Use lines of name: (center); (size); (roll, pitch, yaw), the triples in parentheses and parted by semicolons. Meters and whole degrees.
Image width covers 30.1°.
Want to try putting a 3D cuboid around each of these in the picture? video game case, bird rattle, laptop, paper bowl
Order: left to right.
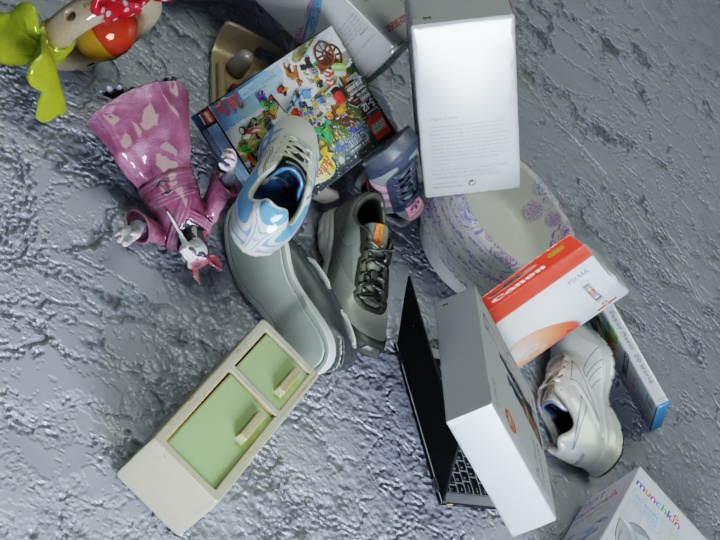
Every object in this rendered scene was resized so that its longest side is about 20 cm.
bird rattle: (-0.253, -0.243, 1.268); (0.113, 0.200, 0.163); (51, 12, 5)
laptop: (0.110, 0.129, 1.348); (0.199, 0.116, 0.188); (13, 49, -38)
paper bowl: (0.149, -0.043, 1.555); (0.200, 0.104, 0.202); (27, 41, -26)
video game case: (0.309, 0.088, 1.600); (0.201, 0.018, 0.143); (63, 0, 19)

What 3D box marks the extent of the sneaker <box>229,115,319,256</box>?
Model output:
sneaker: (-0.070, -0.090, 1.282); (0.072, 0.072, 0.201); (37, 37, -16)

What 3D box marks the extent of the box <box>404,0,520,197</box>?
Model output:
box: (0.108, -0.205, 1.435); (0.105, 0.201, 0.153); (-5, 34, 1)

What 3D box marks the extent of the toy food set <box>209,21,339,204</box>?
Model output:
toy food set: (-0.090, -0.175, 1.469); (0.143, 0.060, 0.201); (23, 43, -30)

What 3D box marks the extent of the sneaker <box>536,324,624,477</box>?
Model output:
sneaker: (0.242, 0.134, 1.519); (0.087, 0.075, 0.201); (19, 44, -26)

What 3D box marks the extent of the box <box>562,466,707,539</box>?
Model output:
box: (0.296, 0.338, 1.366); (0.200, 0.097, 0.176); (48, 38, 1)

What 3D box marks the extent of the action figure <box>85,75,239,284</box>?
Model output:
action figure: (-0.191, -0.079, 1.274); (0.133, 0.149, 0.201); (-21, 90, -18)

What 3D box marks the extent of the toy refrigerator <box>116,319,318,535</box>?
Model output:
toy refrigerator: (-0.117, 0.129, 1.155); (0.076, 0.070, 0.200); (45, 36, -3)

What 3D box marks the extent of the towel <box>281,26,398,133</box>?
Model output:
towel: (-0.024, -0.227, 1.547); (0.146, 0.024, 0.201); (21, 37, -36)

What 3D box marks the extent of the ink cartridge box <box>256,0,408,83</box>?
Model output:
ink cartridge box: (-0.035, -0.310, 1.529); (0.200, 0.086, 0.148); (47, 26, -2)

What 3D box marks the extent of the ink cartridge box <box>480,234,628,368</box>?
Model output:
ink cartridge box: (0.194, 0.038, 1.426); (0.050, 0.162, 0.200); (58, 14, 17)

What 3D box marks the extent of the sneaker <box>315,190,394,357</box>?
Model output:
sneaker: (0.000, 0.000, 1.386); (0.074, 0.079, 0.201); (23, 44, -33)

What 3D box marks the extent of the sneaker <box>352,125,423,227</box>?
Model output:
sneaker: (0.045, -0.098, 1.449); (0.082, 0.070, 0.200); (52, -7, 3)

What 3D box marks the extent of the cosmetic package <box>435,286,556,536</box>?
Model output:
cosmetic package: (0.128, 0.131, 1.288); (0.151, 0.051, 0.200); (57, 16, -27)

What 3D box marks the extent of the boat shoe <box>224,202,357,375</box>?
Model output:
boat shoe: (-0.069, 0.016, 1.310); (0.060, 0.075, 0.201); (4, 56, -55)

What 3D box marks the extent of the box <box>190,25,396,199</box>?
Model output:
box: (-0.065, -0.151, 1.394); (0.200, 0.038, 0.137); (-41, 103, -38)
